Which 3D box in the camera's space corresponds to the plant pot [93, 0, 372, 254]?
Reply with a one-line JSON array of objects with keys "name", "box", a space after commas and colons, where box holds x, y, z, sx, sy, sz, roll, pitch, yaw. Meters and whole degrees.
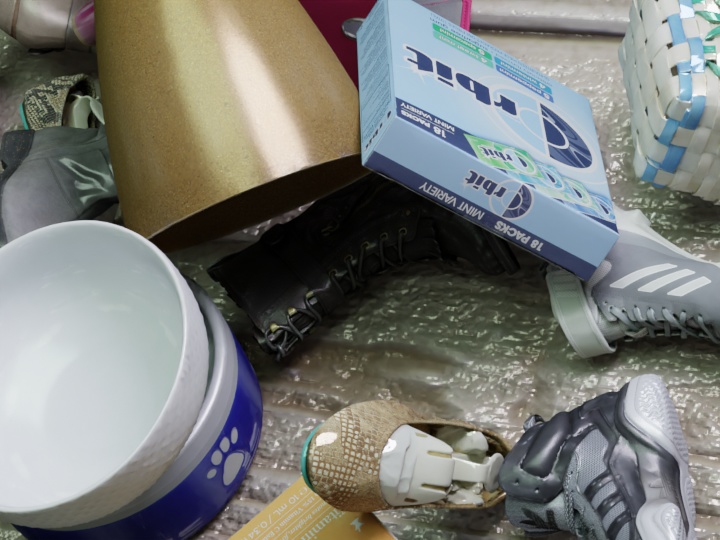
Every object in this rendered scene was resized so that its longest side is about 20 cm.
[{"name": "plant pot", "box": [-0.102, -0.134, 1.658, 0.185, 0.186, 0.201, -23, 85, 6]}]

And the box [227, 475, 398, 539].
[{"name": "box", "box": [-0.001, 0.235, 1.519, 0.124, 0.098, 0.200, -40, 50, -8]}]

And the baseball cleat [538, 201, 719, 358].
[{"name": "baseball cleat", "box": [0.196, 0.029, 1.614, 0.107, 0.070, 0.200, -48, 41, -7]}]

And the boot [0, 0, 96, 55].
[{"name": "boot", "box": [-0.226, -0.233, 1.983, 0.145, 0.071, 0.200, 20, 41, 14]}]

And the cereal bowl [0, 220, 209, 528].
[{"name": "cereal bowl", "box": [-0.181, 0.074, 1.593, 0.199, 0.083, 0.201, -11, 61, 21]}]

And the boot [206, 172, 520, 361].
[{"name": "boot", "box": [0.000, 0.000, 1.718, 0.174, 0.069, 0.200, -42, 40, -9]}]

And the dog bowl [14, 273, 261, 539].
[{"name": "dog bowl", "box": [-0.171, 0.097, 1.698, 0.199, 0.079, 0.201, -12, 52, 15]}]

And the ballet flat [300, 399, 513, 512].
[{"name": "ballet flat", "box": [0.040, 0.116, 1.530, 0.065, 0.200, 0.071, 7, 93, 32]}]

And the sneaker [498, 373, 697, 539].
[{"name": "sneaker", "box": [0.147, 0.158, 1.529, 0.113, 0.076, 0.201, -14, 46, 15]}]

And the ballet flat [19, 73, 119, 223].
[{"name": "ballet flat", "box": [-0.211, -0.076, 1.858, 0.075, 0.068, 0.201, -27, 46, 15]}]

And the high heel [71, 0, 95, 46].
[{"name": "high heel", "box": [-0.138, -0.240, 1.907, 0.096, 0.068, 0.200, -20, 15, 41]}]

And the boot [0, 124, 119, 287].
[{"name": "boot", "box": [-0.186, -0.053, 1.732, 0.131, 0.070, 0.201, -10, 37, 4]}]

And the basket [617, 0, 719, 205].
[{"name": "basket", "box": [0.278, -0.120, 1.644, 0.199, 0.139, 0.177, 5, 51, -15]}]

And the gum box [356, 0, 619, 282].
[{"name": "gum box", "box": [0.081, -0.093, 1.644, 0.045, 0.169, 0.200, -55, 17, 25]}]

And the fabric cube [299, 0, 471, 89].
[{"name": "fabric cube", "box": [-0.039, -0.245, 1.825, 0.198, 0.196, 0.201, -6, 54, 19]}]
